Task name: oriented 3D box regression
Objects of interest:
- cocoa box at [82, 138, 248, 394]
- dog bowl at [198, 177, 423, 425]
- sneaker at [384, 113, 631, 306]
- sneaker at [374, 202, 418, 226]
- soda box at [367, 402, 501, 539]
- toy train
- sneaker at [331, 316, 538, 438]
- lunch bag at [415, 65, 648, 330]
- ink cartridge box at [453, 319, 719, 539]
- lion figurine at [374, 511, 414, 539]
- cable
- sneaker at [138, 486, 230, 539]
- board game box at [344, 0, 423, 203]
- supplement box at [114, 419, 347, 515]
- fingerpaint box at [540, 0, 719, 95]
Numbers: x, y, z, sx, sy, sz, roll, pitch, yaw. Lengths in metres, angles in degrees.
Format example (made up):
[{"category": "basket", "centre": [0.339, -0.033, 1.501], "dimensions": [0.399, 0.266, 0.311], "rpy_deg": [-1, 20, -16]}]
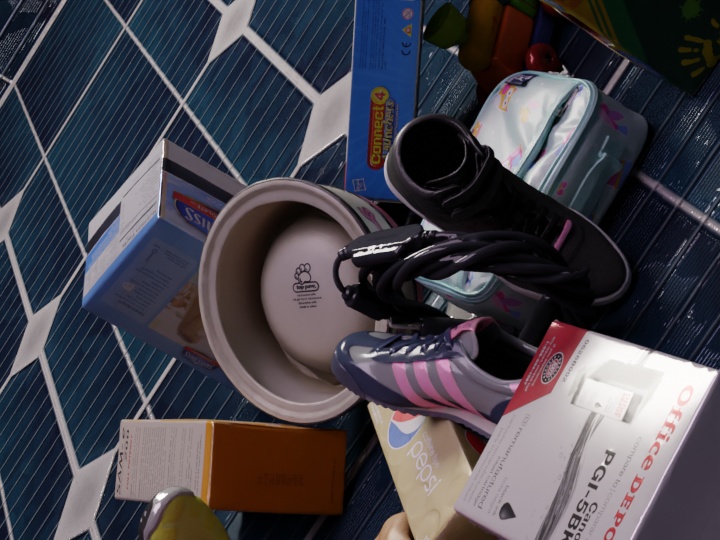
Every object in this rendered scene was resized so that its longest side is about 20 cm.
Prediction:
[{"category": "cocoa box", "centre": [-0.142, 0.001, 1.696], "dimensions": [0.133, 0.200, 0.131], "rpy_deg": [-46, 27, 27]}, {"category": "dog bowl", "centre": [-0.035, 0.021, 1.478], "dimensions": [0.199, 0.074, 0.201], "rpy_deg": [8, 103, 37]}, {"category": "sneaker", "centre": [0.098, -0.040, 1.260], "dimensions": [0.071, 0.200, 0.099], "rpy_deg": [-57, -11, -5]}, {"category": "sneaker", "centre": [0.000, 0.000, 1.578], "dimensions": [0.078, 0.075, 0.201], "rpy_deg": [-19, 48, 52]}, {"category": "soda box", "centre": [0.065, 0.137, 1.298], "dimensions": [0.068, 0.064, 0.200], "rpy_deg": [-52, 24, 16]}, {"category": "toy train", "centre": [0.101, -0.180, 1.525], "dimensions": [0.085, 0.115, 0.201], "rpy_deg": [-29, 38, 50]}, {"category": "sneaker", "centre": [0.066, 0.060, 1.259], "dimensions": [0.199, 0.082, 0.070], "rpy_deg": [14, 35, 29]}, {"category": "lunch bag", "centre": [0.127, -0.059, 1.383], "dimensions": [0.201, 0.077, 0.160], "rpy_deg": [-62, 23, -2]}, {"category": "ink cartridge box", "centre": [0.161, 0.122, 1.100], "dimensions": [0.147, 0.083, 0.200], "rpy_deg": [-61, 23, -6]}, {"category": "lion figurine", "centre": [0.005, 0.226, 1.330], "dimensions": [0.200, 0.073, 0.123], "rpy_deg": [-30, 27, 25]}, {"category": "cable", "centre": [0.084, 0.025, 1.270], "dimensions": [0.200, 0.163, 0.051], "rpy_deg": [-10, 48, 46]}, {"category": "sneaker", "centre": [-0.104, 0.252, 1.388], "dimensions": [0.075, 0.201, 0.076], "rpy_deg": [-37, 25, -34]}, {"category": "board game box", "centre": [0.024, -0.174, 1.564], "dimensions": [0.196, 0.056, 0.201], "rpy_deg": [-77, -9, -78]}, {"category": "supplement box", "centre": [-0.112, 0.163, 1.525], "dimensions": [0.200, 0.126, 0.074], "rpy_deg": [-8, 78, 60]}, {"category": "fingerpaint box", "centre": [0.172, -0.225, 1.376], "dimensions": [0.073, 0.167, 0.200], "rpy_deg": [-56, 25, 9]}]
